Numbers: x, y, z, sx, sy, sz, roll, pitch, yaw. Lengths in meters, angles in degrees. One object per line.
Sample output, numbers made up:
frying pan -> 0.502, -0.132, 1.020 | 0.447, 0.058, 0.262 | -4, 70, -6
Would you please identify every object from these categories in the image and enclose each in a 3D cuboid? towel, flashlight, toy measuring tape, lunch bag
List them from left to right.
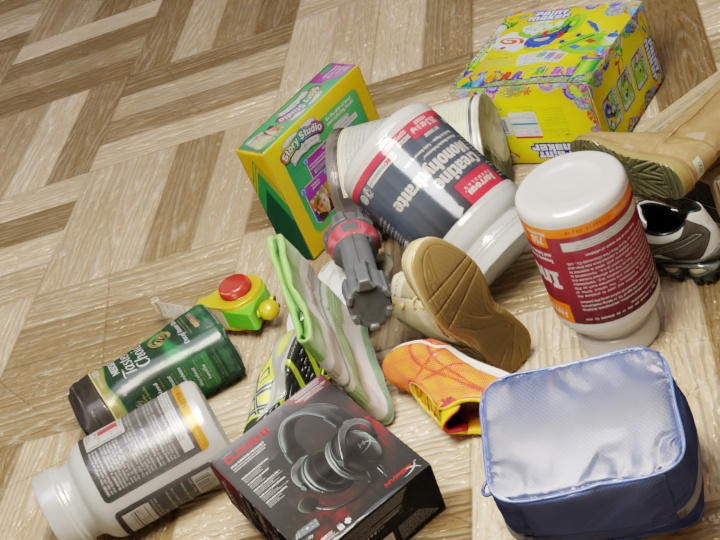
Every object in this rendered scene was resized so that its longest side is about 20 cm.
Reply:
toy measuring tape -> -0.174, 0.036, 1.700 | 0.200, 0.074, 0.074 | 5, 43, 38
towel -> -0.027, 0.062, 1.406 | 0.031, 0.200, 0.149 | -29, 52, 9
flashlight -> 0.000, 0.000, 1.495 | 0.068, 0.068, 0.200 | -58, 21, 20
lunch bag -> 0.199, 0.169, 1.200 | 0.199, 0.132, 0.136 | -13, 50, 17

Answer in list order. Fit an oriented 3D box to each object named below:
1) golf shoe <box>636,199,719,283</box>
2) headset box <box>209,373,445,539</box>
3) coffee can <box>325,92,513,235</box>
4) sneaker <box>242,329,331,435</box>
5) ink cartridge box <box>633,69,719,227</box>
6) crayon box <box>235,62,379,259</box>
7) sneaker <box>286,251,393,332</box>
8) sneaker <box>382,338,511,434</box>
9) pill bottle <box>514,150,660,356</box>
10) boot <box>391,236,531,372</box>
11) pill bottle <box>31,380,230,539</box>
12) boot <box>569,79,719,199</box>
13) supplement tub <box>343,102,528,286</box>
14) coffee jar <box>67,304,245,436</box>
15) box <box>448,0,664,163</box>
golf shoe -> 0.295, -0.039, 1.466 | 0.200, 0.095, 0.078 | -4, 39, 33
headset box -> -0.040, 0.204, 1.331 | 0.149, 0.077, 0.200 | -36, 45, -18
coffee can -> 0.075, -0.128, 1.691 | 0.199, 0.147, 0.147 | -12, 34, 20
sneaker -> -0.086, 0.155, 1.452 | 0.076, 0.075, 0.200 | -12, 49, 58
ink cartridge box -> 0.425, -0.148, 1.551 | 0.200, 0.075, 0.165 | -35, 35, -16
crayon box -> -0.051, -0.145, 1.777 | 0.058, 0.173, 0.200 | 10, 46, 42
sneaker -> -0.021, 0.043, 1.564 | 0.099, 0.075, 0.200 | -20, 30, 34
sneaker -> 0.088, 0.124, 1.390 | 0.077, 0.073, 0.200 | -40, 35, -28
pill bottle -> 0.235, -0.010, 1.363 | 0.113, 0.200, 0.113 | -18, 33, 12
boot -> 0.075, 0.023, 1.433 | 0.155, 0.200, 0.073 | 23, 75, 51
pill bottle -> -0.239, 0.212, 1.445 | 0.200, 0.117, 0.116 | -29, 32, -6
boot -> 0.356, -0.159, 1.494 | 0.200, 0.066, 0.175 | -39, 39, -23
supplement tub -> 0.092, -0.079, 1.537 | 0.200, 0.140, 0.140 | 43, 65, 11
coffee jar -> -0.242, 0.129, 1.595 | 0.200, 0.085, 0.104 | -33, 33, -11
box -> 0.256, -0.243, 1.757 | 0.200, 0.122, 0.193 | 3, 42, 38
